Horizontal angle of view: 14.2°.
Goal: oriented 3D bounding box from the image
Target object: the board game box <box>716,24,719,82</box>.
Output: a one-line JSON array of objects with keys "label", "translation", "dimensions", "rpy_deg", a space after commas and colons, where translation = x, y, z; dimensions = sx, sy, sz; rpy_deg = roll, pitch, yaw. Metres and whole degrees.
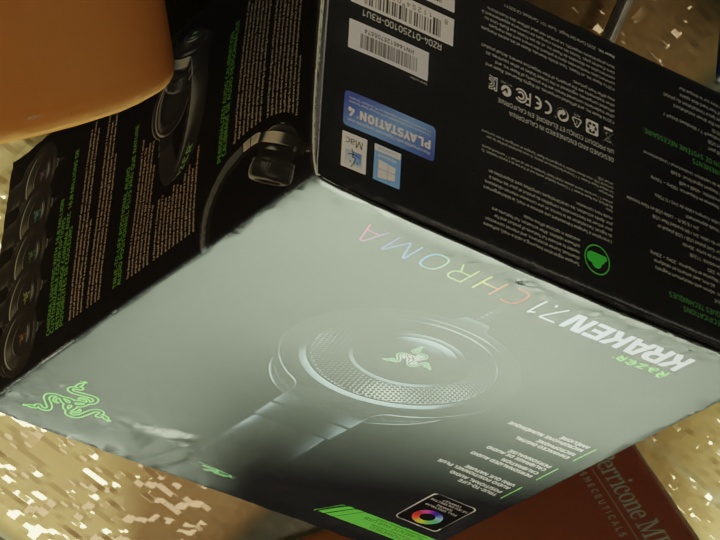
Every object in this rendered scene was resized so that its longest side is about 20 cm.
[{"label": "board game box", "translation": [0.255, -0.067, 0.955], "dimensions": [0.195, 0.056, 0.199], "rpy_deg": [35, 139, -30]}]

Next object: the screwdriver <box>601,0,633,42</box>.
[{"label": "screwdriver", "translation": [0.093, -0.090, 0.966], "dimensions": [0.029, 0.028, 0.201], "rpy_deg": [19, 112, 4]}]

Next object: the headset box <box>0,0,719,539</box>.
[{"label": "headset box", "translation": [0.000, 0.000, 0.900], "dimensions": [0.173, 0.093, 0.200], "rpy_deg": [23, 146, -30]}]

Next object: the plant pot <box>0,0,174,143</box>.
[{"label": "plant pot", "translation": [-0.156, -0.113, 0.788], "dimensions": [0.199, 0.200, 0.141], "rpy_deg": [-8, 104, -14]}]

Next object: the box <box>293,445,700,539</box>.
[{"label": "box", "translation": [0.036, 0.165, 1.017], "dimensions": [0.199, 0.152, 0.107], "rpy_deg": [-19, 122, -8]}]

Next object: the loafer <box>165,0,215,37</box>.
[{"label": "loafer", "translation": [0.007, -0.121, 0.867], "dimensions": [0.067, 0.077, 0.200], "rpy_deg": [-5, 161, -38]}]
